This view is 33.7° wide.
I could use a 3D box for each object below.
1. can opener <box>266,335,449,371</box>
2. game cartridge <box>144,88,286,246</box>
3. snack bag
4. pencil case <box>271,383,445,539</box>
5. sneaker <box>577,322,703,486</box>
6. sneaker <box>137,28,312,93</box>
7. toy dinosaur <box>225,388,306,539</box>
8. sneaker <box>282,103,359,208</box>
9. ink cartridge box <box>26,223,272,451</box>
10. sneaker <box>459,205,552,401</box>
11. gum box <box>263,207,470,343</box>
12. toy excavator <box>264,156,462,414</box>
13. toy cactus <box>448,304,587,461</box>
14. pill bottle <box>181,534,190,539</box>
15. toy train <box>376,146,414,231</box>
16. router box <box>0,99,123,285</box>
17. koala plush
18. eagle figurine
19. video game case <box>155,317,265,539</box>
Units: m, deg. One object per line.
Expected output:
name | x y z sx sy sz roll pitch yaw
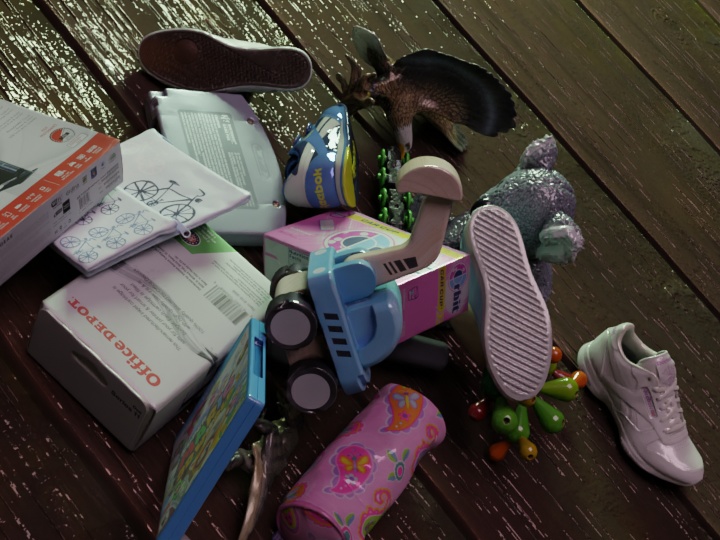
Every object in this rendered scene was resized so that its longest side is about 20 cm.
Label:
can opener | -0.006 0.086 1.238 0.199 0.053 0.067 15 81 -21
game cartridge | -0.154 -0.112 1.303 0.133 0.041 0.201 -1 57 -28
snack bag | -0.231 -0.075 1.161 0.200 0.021 0.188 -27 43 -33
pencil case | 0.002 0.194 1.127 0.087 0.088 0.200 41 46 3
sneaker | 0.327 0.151 1.342 0.075 0.100 0.200 -20 69 -42
sneaker | -0.159 -0.236 1.390 0.199 0.085 0.073 8 95 -9
toy dinosaur | -0.097 0.167 1.096 0.088 0.047 0.200 55 38 -30
sneaker | -0.045 -0.131 1.346 0.082 0.074 0.200 -11 27 7
ink cartridge box | -0.189 0.051 1.117 0.147 0.083 0.200 42 46 8
sneaker | 0.146 0.038 1.216 0.074 0.082 0.201 -5 76 -6
gum box | 0.000 0.000 1.223 0.200 0.066 0.113 22 31 39
toy excavator | 0.010 0.010 1.074 0.199 0.195 0.100 -15 19 5
toy cactus | 0.154 0.110 1.269 0.165 0.102 0.200 50 38 4
pill bottle | -0.107 0.314 0.942 0.200 0.113 0.113 45 46 7
toy train | 0.037 -0.056 1.359 0.042 0.057 0.201 6 52 -8
router box | -0.350 -0.078 1.098 0.179 0.049 0.200 19 42 18
koala plush | 0.172 -0.045 1.330 0.183 0.200 0.178 11 50 -24
eagle figurine | 0.070 -0.208 1.455 0.199 0.151 0.152 -5 43 -21
video game case | -0.122 0.130 0.995 0.018 0.143 0.200 30 11 -11
